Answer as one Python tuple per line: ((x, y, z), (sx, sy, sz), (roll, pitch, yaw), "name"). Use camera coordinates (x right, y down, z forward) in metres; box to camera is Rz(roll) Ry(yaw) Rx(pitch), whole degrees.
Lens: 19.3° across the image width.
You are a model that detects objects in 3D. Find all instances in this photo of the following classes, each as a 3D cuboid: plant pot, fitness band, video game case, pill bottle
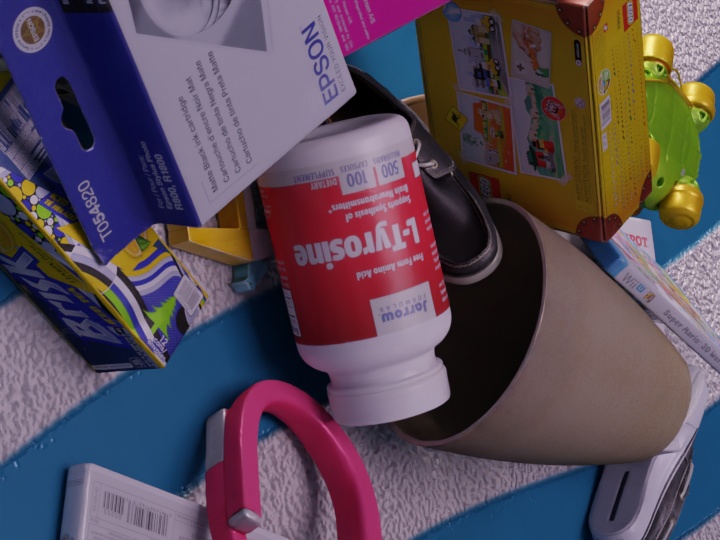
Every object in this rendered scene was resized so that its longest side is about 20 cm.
((0.145, 0.070, 1.574), (0.199, 0.187, 0.189), (24, 60, -32), "plant pot")
((-0.041, 0.161, 1.417), (0.143, 0.037, 0.201), (36, 31, -31), "fitness band")
((-0.120, 0.236, 1.347), (0.200, 0.023, 0.183), (29, 57, -46), "video game case")
((0.216, 0.000, 1.655), (0.200, 0.018, 0.143), (38, 14, -41), "video game case")
((0.000, 0.000, 1.471), (0.112, 0.112, 0.201), (-26, 105, -53), "pill bottle")

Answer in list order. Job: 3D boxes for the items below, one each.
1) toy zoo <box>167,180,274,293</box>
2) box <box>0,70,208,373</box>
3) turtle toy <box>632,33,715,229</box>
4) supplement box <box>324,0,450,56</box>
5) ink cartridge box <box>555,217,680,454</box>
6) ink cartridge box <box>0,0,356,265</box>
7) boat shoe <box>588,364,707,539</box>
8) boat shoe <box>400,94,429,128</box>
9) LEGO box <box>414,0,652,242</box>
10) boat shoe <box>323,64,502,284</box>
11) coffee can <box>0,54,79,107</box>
((-0.092, -0.085, 1.480), (0.131, 0.020, 0.202), (2, 78, -53), "toy zoo")
((-0.184, -0.026, 1.296), (0.200, 0.070, 0.064), (53, 52, -30), "box")
((0.228, -0.127, 1.850), (0.200, 0.101, 0.147), (40, 50, -38), "turtle toy")
((0.025, -0.232, 1.424), (0.199, 0.101, 0.104), (-28, 117, -18), "supplement box")
((0.183, 0.055, 1.749), (0.146, 0.084, 0.202), (7, 74, -52), "ink cartridge box")
((-0.105, -0.130, 1.247), (0.200, 0.040, 0.200), (-42, 131, -25), "ink cartridge box")
((0.251, 0.172, 1.829), (0.201, 0.072, 0.071), (-59, 135, -31), "boat shoe")
((0.091, -0.096, 1.688), (0.199, 0.069, 0.074), (6, 81, -30), "boat shoe")
((0.125, -0.135, 1.534), (0.077, 0.148, 0.201), (-44, 138, -39), "LEGO box")
((0.030, -0.070, 1.530), (0.200, 0.072, 0.068), (54, -1, 28), "boat shoe")
((-0.163, -0.174, 1.309), (0.199, 0.146, 0.147), (21, 63, -48), "coffee can")
